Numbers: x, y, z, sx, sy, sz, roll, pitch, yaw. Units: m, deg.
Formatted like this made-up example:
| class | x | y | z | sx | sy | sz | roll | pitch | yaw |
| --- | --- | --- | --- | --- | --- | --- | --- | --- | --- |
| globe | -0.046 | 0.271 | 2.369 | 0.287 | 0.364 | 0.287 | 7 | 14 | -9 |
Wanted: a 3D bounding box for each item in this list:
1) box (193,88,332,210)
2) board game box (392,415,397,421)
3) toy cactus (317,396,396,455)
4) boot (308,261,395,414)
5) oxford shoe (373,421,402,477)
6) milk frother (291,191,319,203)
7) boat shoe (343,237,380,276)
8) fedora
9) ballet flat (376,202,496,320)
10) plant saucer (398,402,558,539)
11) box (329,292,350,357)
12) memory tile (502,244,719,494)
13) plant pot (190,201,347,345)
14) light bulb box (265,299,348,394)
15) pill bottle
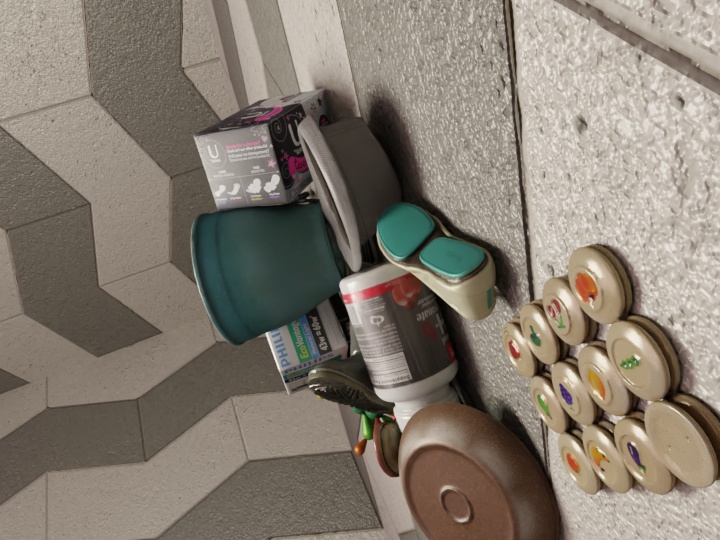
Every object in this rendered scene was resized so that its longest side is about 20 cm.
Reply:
| class | x | y | z | sx | sy | sz | roll | pitch | yaw |
| --- | --- | --- | --- | --- | --- | --- | --- | --- | --- |
| box | -0.130 | -0.187 | 0.854 | 0.201 | 0.130 | 0.117 | -57 | -42 | -53 |
| board game box | 0.044 | 0.198 | 0.914 | 0.201 | 0.039 | 0.158 | 55 | -174 | 8 |
| toy cactus | -0.016 | 0.225 | 0.993 | 0.199 | 0.102 | 0.166 | 35 | 158 | 47 |
| boot | -0.002 | 0.079 | 0.775 | 0.181 | 0.071 | 0.204 | 38 | -129 | -52 |
| oxford shoe | 0.079 | 0.233 | 0.759 | 0.199 | 0.074 | 0.072 | 32 | -135 | -58 |
| milk frother | -0.129 | -0.068 | 1.285 | 0.200 | 0.177 | 0.192 | -49 | -45 | -56 |
| boat shoe | 0.000 | 0.000 | 0.914 | 0.062 | 0.071 | 0.204 | -149 | 44 | -76 |
| fedora | -0.005 | -0.107 | 0.702 | 0.178 | 0.089 | 0.202 | -120 | 9 | -47 |
| ballet flat | 0.074 | -0.010 | 0.574 | 0.200 | 0.068 | 0.071 | -131 | 23 | -60 |
| plant saucer | 0.111 | 0.244 | 0.612 | 0.198 | 0.036 | 0.204 | 17 | 116 | 39 |
| box | -0.027 | 0.061 | 1.107 | 0.165 | 0.085 | 0.201 | 83 | 164 | -47 |
| memory tile | 0.162 | 0.083 | 0.407 | 0.201 | 0.017 | 0.155 | 99 | 150 | -67 |
| plant pot | -0.122 | -0.011 | 0.848 | 0.200 | 0.184 | 0.204 | -15 | -90 | -85 |
| light bulb box | -0.113 | 0.096 | 1.036 | 0.201 | 0.123 | 0.201 | 98 | 151 | -68 |
| pill bottle | 0.055 | 0.090 | 0.697 | 0.111 | 0.109 | 0.204 | 175 | 75 | -78 |
